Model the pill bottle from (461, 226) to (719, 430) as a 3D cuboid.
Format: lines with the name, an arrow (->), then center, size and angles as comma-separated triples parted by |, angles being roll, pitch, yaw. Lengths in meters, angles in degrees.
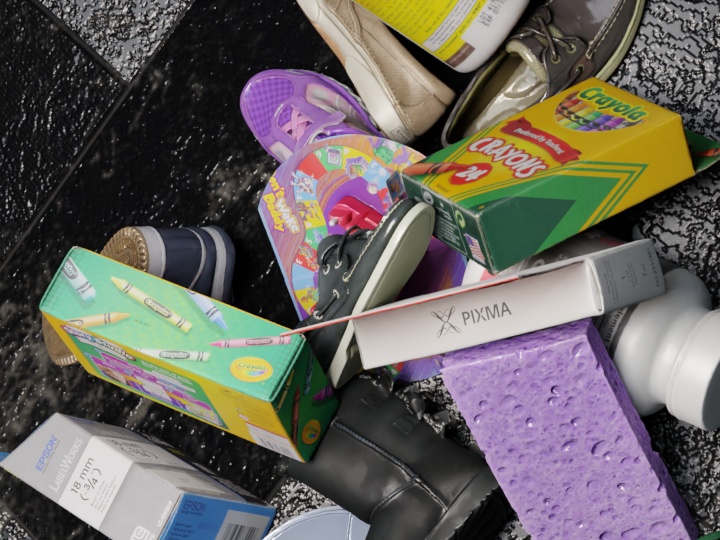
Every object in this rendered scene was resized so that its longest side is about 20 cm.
pill bottle -> 0.178, 0.036, 1.644 | 0.200, 0.111, 0.111 | 27, 93, 29

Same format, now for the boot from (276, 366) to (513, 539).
boot -> 0.004, 0.174, 1.703 | 0.162, 0.073, 0.198 | 35, 76, 32

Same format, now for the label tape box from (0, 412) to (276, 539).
label tape box -> -0.185, 0.159, 1.790 | 0.200, 0.144, 0.063 | 28, 93, 29

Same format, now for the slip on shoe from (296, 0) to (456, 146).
slip on shoe -> 0.005, -0.186, 1.797 | 0.061, 0.076, 0.200 | -36, 59, 11

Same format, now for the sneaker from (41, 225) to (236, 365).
sneaker -> -0.174, 0.021, 1.864 | 0.200, 0.108, 0.070 | -38, 64, 50

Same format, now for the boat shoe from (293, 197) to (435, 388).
boat shoe -> -0.005, 0.005, 1.659 | 0.066, 0.200, 0.074 | 40, 57, 13

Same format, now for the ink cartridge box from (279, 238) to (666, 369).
ink cartridge box -> 0.076, 0.029, 1.540 | 0.199, 0.173, 0.044 | -15, 91, 36

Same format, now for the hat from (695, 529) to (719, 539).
hat -> 0.227, 0.281, 1.550 | 0.200, 0.165, 0.177 | -34, 74, 31

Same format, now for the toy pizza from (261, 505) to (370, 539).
toy pizza -> -0.015, 0.276, 1.737 | 0.199, 0.032, 0.201 | -6, 72, 20

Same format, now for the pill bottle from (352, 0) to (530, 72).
pill bottle -> 0.029, -0.243, 1.728 | 0.200, 0.109, 0.109 | 33, 97, -10

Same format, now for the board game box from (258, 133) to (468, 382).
board game box -> 0.000, 0.000, 1.727 | 0.157, 0.039, 0.201 | -11, 107, 31

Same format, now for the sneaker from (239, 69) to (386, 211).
sneaker -> -0.025, -0.097, 1.791 | 0.200, 0.088, 0.081 | 40, 101, 29

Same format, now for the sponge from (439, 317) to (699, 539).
sponge -> 0.146, 0.127, 1.614 | 0.111, 0.030, 0.200 | -16, 118, 25

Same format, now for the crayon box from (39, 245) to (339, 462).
crayon box -> -0.124, 0.062, 1.698 | 0.199, 0.119, 0.058 | 21, 70, 21

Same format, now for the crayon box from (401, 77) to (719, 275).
crayon box -> 0.144, -0.076, 1.634 | 0.199, 0.051, 0.127 | -26, 25, -16

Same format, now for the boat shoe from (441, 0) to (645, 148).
boat shoe -> 0.136, -0.153, 1.730 | 0.073, 0.065, 0.200 | 40, 98, 29
